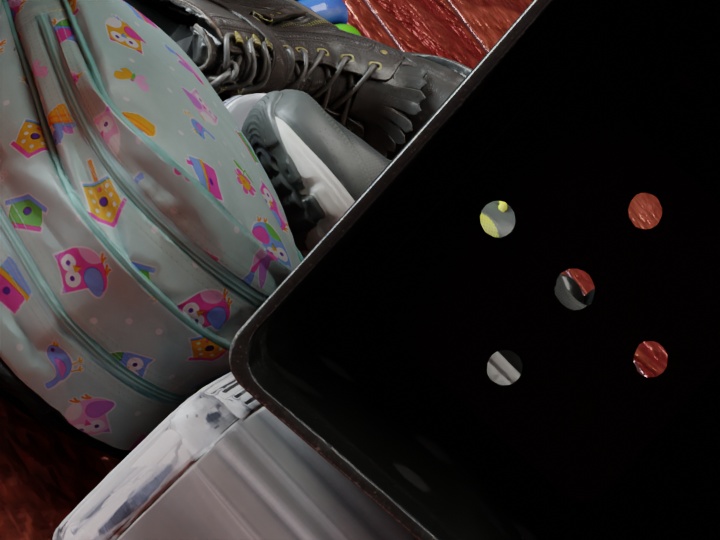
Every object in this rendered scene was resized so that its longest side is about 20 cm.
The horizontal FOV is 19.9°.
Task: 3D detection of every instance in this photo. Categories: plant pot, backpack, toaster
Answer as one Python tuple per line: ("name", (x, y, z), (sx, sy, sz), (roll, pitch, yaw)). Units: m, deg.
("plant pot", (0.088, 0.013, 0.730), (0.200, 0.200, 0.177), (42, 1, -6))
("backpack", (-0.106, -0.029, 0.782), (0.167, 0.127, 0.200), (31, 21, -38))
("toaster", (-0.024, 0.107, 0.735), (0.129, 0.114, 0.200), (47, 17, 6))

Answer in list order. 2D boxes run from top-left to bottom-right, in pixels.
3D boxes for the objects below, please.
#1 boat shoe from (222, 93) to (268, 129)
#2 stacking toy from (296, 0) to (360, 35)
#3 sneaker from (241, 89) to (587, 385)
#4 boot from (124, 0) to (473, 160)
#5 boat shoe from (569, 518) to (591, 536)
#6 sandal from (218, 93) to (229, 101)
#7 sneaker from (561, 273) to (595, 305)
("boat shoe", (0.000, 0.000, 0.925), (0.200, 0.072, 0.068), (42, -10, -13))
("stacking toy", (-0.027, -0.121, 1.246), (0.200, 0.085, 0.085), (59, 20, 9))
("sneaker", (0.030, -0.008, 0.868), (0.200, 0.085, 0.074), (49, -20, -19))
("boot", (-0.034, -0.091, 0.987), (0.200, 0.069, 0.174), (25, 10, 21))
("boat shoe", (0.065, 0.118, 0.853), (0.200, 0.073, 0.063), (48, 12, 10))
("sandal", (-0.076, -0.058, 1.046), (0.200, 0.045, 0.075), (51, 18, 0))
("sneaker", (0.088, 0.049, 0.995), (0.073, 0.088, 0.200), (-3, 23, -8))
